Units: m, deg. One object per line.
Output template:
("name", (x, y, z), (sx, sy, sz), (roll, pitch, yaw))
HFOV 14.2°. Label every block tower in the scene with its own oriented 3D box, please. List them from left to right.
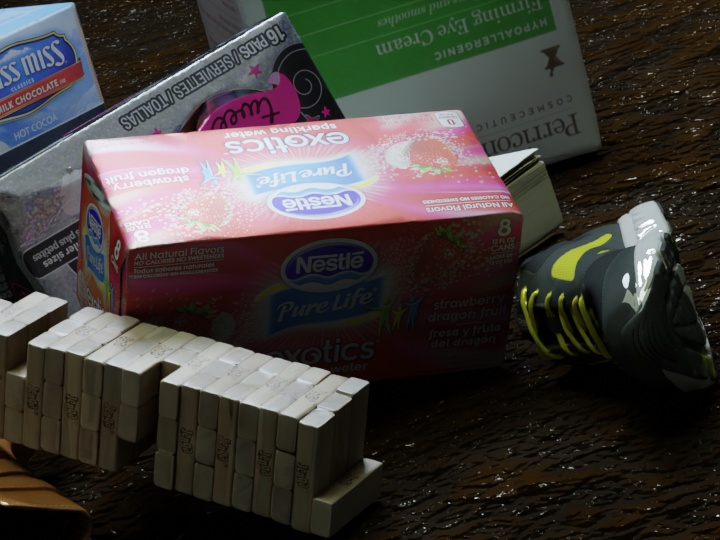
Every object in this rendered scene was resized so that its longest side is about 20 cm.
("block tower", (-0.088, 0.061, 1.300), (0.199, 0.058, 0.054), (16, 25, 23))

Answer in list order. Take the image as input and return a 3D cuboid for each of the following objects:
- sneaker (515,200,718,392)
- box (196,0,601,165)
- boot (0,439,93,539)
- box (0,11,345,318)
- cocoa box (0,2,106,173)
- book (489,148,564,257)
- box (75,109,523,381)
("sneaker", (0.116, 0.023, 1.350), (0.084, 0.075, 0.200), (-19, 7, 7))
("box", (0.016, -0.142, 1.780), (0.198, 0.172, 0.200), (-18, 17, -8))
("boot", (-0.176, 0.096, 1.345), (0.155, 0.077, 0.200), (4, 23, 46))
("box", (-0.112, -0.035, 1.565), (0.200, 0.115, 0.132), (-33, 7, -24))
("cocoa box", (-0.284, -0.088, 1.949), (0.133, 0.132, 0.200), (0, 23, 43))
("book", (0.000, 0.000, 1.569), (0.133, 0.048, 0.200), (-6, 20, 41))
("box", (-0.031, -0.008, 1.400), (0.199, 0.096, 0.100), (-5, 36, -17))
